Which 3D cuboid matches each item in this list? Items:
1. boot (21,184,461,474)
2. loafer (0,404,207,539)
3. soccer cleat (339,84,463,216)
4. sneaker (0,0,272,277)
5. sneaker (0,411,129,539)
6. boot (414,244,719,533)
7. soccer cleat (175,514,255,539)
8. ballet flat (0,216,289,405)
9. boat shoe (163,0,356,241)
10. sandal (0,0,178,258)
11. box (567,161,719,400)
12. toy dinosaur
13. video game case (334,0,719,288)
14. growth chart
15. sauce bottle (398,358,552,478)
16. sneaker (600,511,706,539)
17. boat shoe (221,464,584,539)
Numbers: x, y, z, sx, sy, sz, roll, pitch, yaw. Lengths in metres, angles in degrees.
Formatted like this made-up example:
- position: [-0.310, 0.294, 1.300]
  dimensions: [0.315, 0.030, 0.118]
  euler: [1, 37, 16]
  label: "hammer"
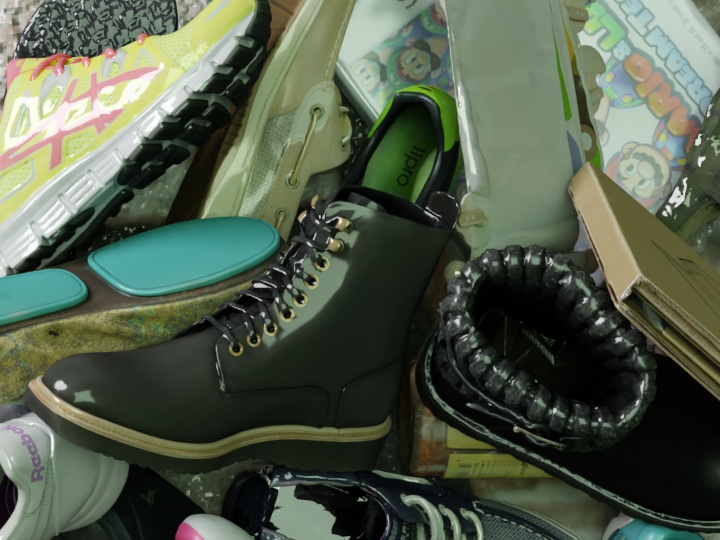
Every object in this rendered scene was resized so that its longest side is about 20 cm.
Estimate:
- position: [-0.052, 0.017, 1.091]
  dimensions: [0.199, 0.077, 0.139]
  euler: [2, 116, -45]
  label: "boot"
- position: [-0.122, 0.135, 1.179]
  dimensions: [0.072, 0.073, 0.201]
  euler: [-33, 84, 29]
  label: "loafer"
- position: [0.000, 0.000, 1.188]
  dimensions: [0.067, 0.081, 0.201]
  euler: [19, 90, 12]
  label: "soccer cleat"
- position: [-0.131, -0.079, 1.147]
  dimensions: [0.200, 0.078, 0.090]
  euler: [-40, 80, 5]
  label: "sneaker"
- position: [-0.199, 0.130, 1.117]
  dimensions: [0.200, 0.099, 0.075]
  euler: [-47, 71, 24]
  label: "sneaker"
- position: [0.127, 0.061, 1.106]
  dimensions: [0.210, 0.158, 0.080]
  euler: [16, 75, -4]
  label: "boot"
- position: [-0.015, 0.185, 1.140]
  dimensions: [0.086, 0.070, 0.201]
  euler: [-36, 108, -17]
  label: "soccer cleat"
- position: [-0.126, 0.025, 1.130]
  dimensions: [0.199, 0.071, 0.071]
  euler: [-15, 85, -29]
  label: "ballet flat"
- position: [-0.039, -0.072, 1.210]
  dimensions: [0.065, 0.072, 0.201]
  euler: [24, 88, -20]
  label: "boat shoe"
- position: [-0.154, -0.065, 1.211]
  dimensions: [0.075, 0.045, 0.201]
  euler: [24, 94, 1]
  label: "sandal"
- position: [0.172, 0.030, 1.119]
  dimensions: [0.163, 0.200, 0.021]
  euler: [40, 102, -12]
  label: "box"
- position: [0.201, -0.044, 1.236]
  dimensions: [0.088, 0.047, 0.201]
  euler: [33, 89, -13]
  label: "toy dinosaur"
- position: [0.101, -0.097, 1.257]
  dimensions: [0.182, 0.024, 0.200]
  euler: [-37, 89, -11]
  label: "video game case"
- position: [0.082, -0.089, 1.194]
  dimensions: [0.144, 0.018, 0.201]
  euler: [3, 79, -50]
  label: "growth chart"
- position: [0.120, 0.076, 1.218]
  dimensions: [0.199, 0.066, 0.067]
  euler: [2, 82, -10]
  label: "sauce bottle"
- position: [0.193, 0.205, 1.203]
  dimensions: [0.077, 0.080, 0.200]
  euler: [-41, 90, -11]
  label: "sneaker"
- position: [0.031, 0.141, 1.179]
  dimensions: [0.199, 0.093, 0.075]
  euler: [10, 81, -7]
  label: "boat shoe"
